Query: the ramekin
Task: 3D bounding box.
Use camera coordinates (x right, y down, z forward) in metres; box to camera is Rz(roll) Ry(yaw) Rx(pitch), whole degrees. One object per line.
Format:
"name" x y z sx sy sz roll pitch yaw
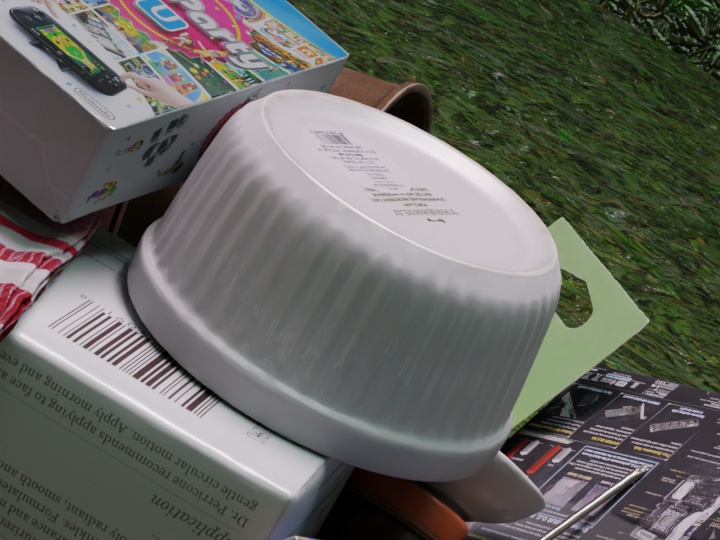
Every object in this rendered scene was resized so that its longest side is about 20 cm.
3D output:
"ramekin" 0.000 0.000 1.373 0.200 0.105 0.200 25 21 -10

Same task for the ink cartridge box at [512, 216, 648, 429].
"ink cartridge box" 0.050 0.049 1.641 0.048 0.200 0.146 46 5 -31

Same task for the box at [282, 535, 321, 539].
"box" 0.020 0.186 1.310 0.200 0.032 0.121 21 47 -65

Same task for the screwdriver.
"screwdriver" 0.076 0.154 1.482 0.200 0.029 0.028 -28 28 -30

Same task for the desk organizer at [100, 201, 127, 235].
"desk organizer" -0.169 -0.049 1.546 0.077 0.200 0.072 18 6 -24

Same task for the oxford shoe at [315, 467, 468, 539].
"oxford shoe" -0.029 0.126 1.509 0.071 0.073 0.200 40 -12 -31

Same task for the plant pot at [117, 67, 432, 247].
"plant pot" -0.087 -0.060 1.780 0.198 0.200 0.200 25 15 14

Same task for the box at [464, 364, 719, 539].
"box" 0.149 0.126 1.548 0.200 0.158 0.050 11 -47 50

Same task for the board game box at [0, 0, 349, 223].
"board game box" -0.123 -0.108 1.410 0.148 0.064 0.200 41 31 17

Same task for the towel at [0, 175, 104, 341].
"towel" -0.199 -0.032 1.287 0.144 0.023 0.200 34 19 -1

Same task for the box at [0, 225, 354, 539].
"box" -0.116 0.084 1.369 0.199 0.131 0.200 31 16 5

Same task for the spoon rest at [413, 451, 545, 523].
"spoon rest" 0.020 0.081 1.532 0.200 0.061 0.099 18 -20 44
